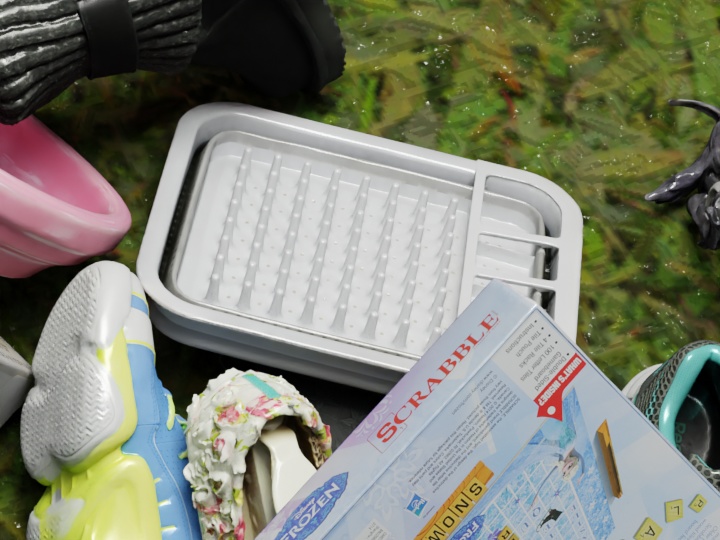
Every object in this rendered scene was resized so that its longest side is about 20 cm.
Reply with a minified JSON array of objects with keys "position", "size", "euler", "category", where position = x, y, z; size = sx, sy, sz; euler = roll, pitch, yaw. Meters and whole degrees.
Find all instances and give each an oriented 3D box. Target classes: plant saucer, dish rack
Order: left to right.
[{"position":[-0.197,-0.059,1.103],"size":[0.200,0.201,0.051],"euler":[37,98,9],"category":"plant saucer"},{"position":[0.000,0.000,1.149],"size":[0.200,0.044,0.172],"euler":[14,38,-3],"category":"dish rack"}]

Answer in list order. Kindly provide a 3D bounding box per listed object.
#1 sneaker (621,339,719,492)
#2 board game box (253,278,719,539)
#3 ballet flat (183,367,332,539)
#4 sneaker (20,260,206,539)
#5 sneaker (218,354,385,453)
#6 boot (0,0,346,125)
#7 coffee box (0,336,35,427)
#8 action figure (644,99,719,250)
[{"position":[0.147,0.120,1.114],"size":[0.078,0.091,0.200],"euler":[4,63,-8],"category":"sneaker"},{"position":[0.056,0.140,1.011],"size":[0.200,0.041,0.200],"euler":[-46,118,-3],"category":"board game box"},{"position":[-0.028,0.139,1.039],"size":[0.076,0.064,0.200],"euler":[-21,100,-26],"category":"ballet flat"},{"position":[-0.091,0.099,1.081],"size":[0.105,0.076,0.200],"euler":[7,86,-30],"category":"sneaker"},{"position":[-0.001,0.113,1.111],"size":[0.104,0.060,0.200],"euler":[0,58,-13],"category":"sneaker"},{"position":[-0.099,-0.110,1.141],"size":[0.158,0.211,0.079],"euler":[-31,69,-3],"category":"boot"},{"position":[-0.245,0.002,1.078],"size":[0.200,0.113,0.080],"euler":[43,88,11],"category":"coffee box"},{"position":[0.220,-0.020,1.193],"size":[0.119,0.102,0.200],"euler":[-22,73,-18],"category":"action figure"}]
